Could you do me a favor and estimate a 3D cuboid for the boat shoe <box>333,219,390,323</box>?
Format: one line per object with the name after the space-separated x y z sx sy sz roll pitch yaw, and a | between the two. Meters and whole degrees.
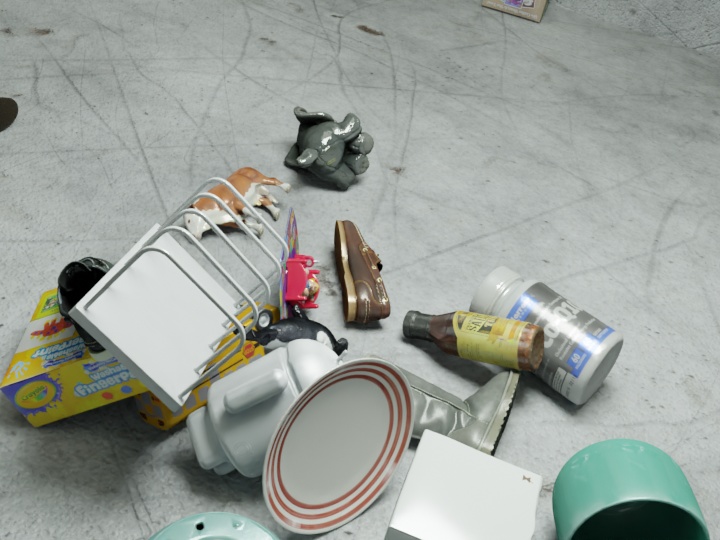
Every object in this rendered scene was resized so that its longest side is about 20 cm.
0.000 0.000 1.156 0.069 0.071 0.202 -3 47 -9 | boat shoe

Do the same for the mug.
0.288 0.273 0.836 0.149 0.188 0.115 -10 29 8 | mug

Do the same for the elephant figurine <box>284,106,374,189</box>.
-0.079 -0.239 1.420 0.142 0.155 0.199 -50 46 -4 | elephant figurine

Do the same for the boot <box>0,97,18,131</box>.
-0.727 -0.289 1.325 0.198 0.065 0.186 26 36 25 | boot

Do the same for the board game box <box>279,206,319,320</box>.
-0.077 0.014 1.033 0.038 0.160 0.201 0 36 2 | board game box

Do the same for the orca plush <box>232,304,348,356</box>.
-0.086 0.079 0.939 0.199 0.105 0.072 19 45 -52 | orca plush

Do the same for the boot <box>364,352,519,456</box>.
0.094 0.159 0.987 0.197 0.074 0.182 18 34 19 | boot

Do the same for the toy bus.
-0.181 0.108 0.939 0.064 0.080 0.199 6 25 41 | toy bus

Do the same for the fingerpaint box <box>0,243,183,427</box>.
-0.293 0.074 0.894 0.197 0.074 0.168 -19 36 11 | fingerpaint box

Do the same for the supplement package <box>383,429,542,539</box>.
0.076 0.274 0.707 0.118 0.203 0.122 20 36 10 | supplement package

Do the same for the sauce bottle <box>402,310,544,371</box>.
0.150 0.090 1.047 0.197 0.067 0.066 8 31 31 | sauce bottle

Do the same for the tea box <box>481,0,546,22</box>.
0.514 -0.909 2.451 0.197 0.135 0.198 19 37 9 | tea box

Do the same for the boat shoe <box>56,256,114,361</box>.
-0.300 0.022 0.840 0.074 0.067 0.200 -32 35 -3 | boat shoe

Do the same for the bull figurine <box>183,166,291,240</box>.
-0.199 -0.107 1.240 0.120 0.066 0.201 23 40 7 | bull figurine

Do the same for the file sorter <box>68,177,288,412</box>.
-0.169 0.011 0.792 0.139 0.124 0.201 47 24 -14 | file sorter

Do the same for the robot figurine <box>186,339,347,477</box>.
-0.091 0.151 0.849 0.198 0.170 0.114 -28 67 2 | robot figurine

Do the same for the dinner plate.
-0.023 0.182 0.806 0.198 0.204 0.024 -18 31 -35 | dinner plate

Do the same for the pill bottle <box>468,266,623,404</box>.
0.257 0.086 1.083 0.199 0.115 0.113 36 42 28 | pill bottle

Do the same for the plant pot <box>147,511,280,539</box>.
-0.126 0.304 0.640 0.197 0.163 0.202 9 37 -7 | plant pot
